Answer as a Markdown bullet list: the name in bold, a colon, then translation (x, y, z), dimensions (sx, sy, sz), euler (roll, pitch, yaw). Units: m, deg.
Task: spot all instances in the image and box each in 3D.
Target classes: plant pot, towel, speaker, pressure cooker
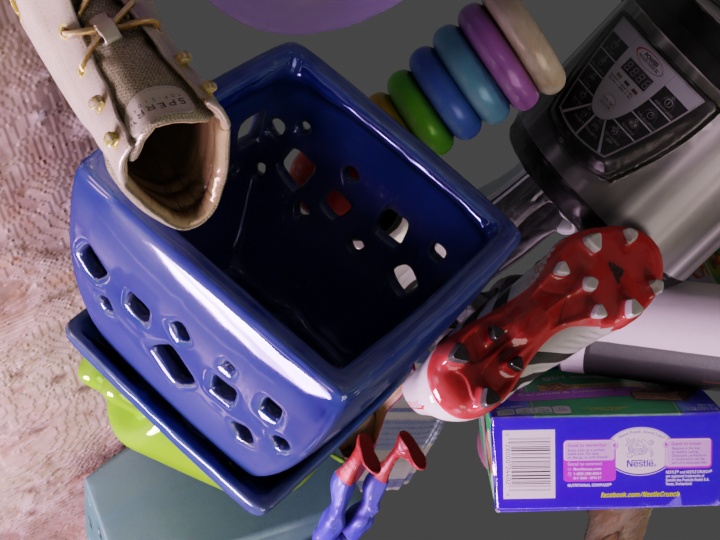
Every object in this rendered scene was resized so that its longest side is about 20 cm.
- **plant pot**: translation (-0.122, 0.201, 1.059), dimensions (0.198, 0.142, 0.142), euler (-13, 143, -22)
- **towel**: translation (0.032, 0.126, 1.180), dimensions (0.146, 0.024, 0.201), euler (4, 122, -44)
- **speaker**: translation (0.251, 0.048, 0.946), dimensions (0.197, 0.082, 0.082), euler (7, 150, 15)
- **plant pot**: translation (-0.054, 0.013, 0.775), dimensions (0.200, 0.200, 0.180), euler (-40, 166, -42)
- **pressure cooker**: translation (0.224, -0.112, 0.893), dimensions (0.175, 0.179, 0.200), euler (39, 109, -17)

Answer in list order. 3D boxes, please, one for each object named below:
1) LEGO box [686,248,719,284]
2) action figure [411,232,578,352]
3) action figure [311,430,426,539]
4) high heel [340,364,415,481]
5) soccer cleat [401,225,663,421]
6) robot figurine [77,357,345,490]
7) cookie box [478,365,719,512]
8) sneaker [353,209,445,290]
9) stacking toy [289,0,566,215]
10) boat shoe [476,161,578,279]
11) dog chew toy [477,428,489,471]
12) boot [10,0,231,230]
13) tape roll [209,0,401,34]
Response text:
- **LEGO box**: translation (0.288, -0.015, 1.085), dimensions (0.077, 0.201, 0.148), euler (-42, 148, 14)
- **action figure**: translation (0.121, 0.027, 1.047), dimensions (0.198, 0.130, 0.070), euler (-15, 136, -25)
- **action figure**: translation (-0.011, 0.220, 0.960), dimensions (0.065, 0.100, 0.201), euler (3, 137, -33)
- **high heel**: translation (0.008, 0.126, 1.069), dimensions (0.067, 0.096, 0.202), euler (-6, 125, -28)
- **soccer cleat**: translation (0.110, 0.032, 0.807), dimensions (0.199, 0.069, 0.085), euler (-33, -177, -27)
- **robot figurine**: translation (-0.101, 0.093, 0.919), dimensions (0.199, 0.175, 0.117), euler (33, 81, -35)
- **cookie box**: translation (0.178, 0.119, 1.000), dimensions (0.169, 0.076, 0.200), euler (-2, -171, 2)
- **sneaker**: translation (0.000, 0.000, 0.978), dimensions (0.079, 0.074, 0.201), euler (23, 113, -37)
- **stacking toy**: translation (0.036, -0.104, 0.857), dimensions (0.199, 0.086, 0.085), euler (-34, 148, 9)
- **boat shoe**: translation (0.154, -0.055, 1.028), dimensions (0.199, 0.071, 0.072), euler (-36, 148, -1)
- **dog chew toy**: translation (0.165, 0.104, 1.163), dimensions (0.124, 0.124, 0.202), euler (6, 108, -46)
- **boot**: translation (-0.124, -0.124, 0.602), dimensions (0.071, 0.155, 0.201), euler (-27, 148, -10)
- **tape roll**: translation (-0.019, -0.225, 0.636), dimensions (0.198, 0.085, 0.201), euler (-25, 147, -17)
